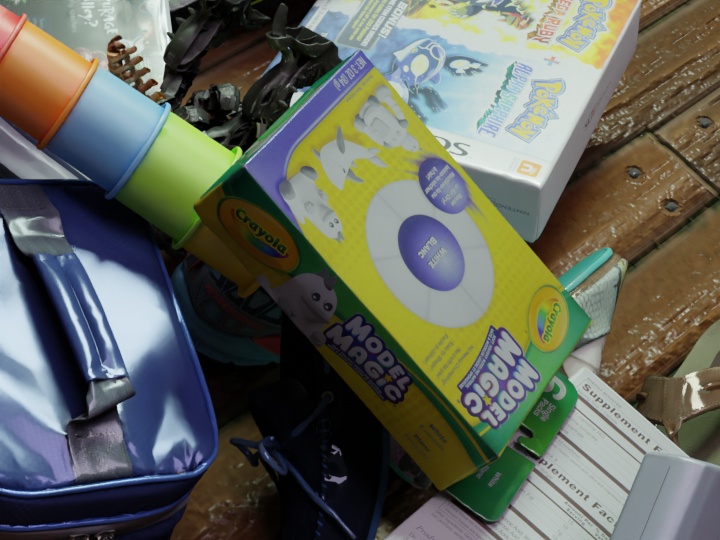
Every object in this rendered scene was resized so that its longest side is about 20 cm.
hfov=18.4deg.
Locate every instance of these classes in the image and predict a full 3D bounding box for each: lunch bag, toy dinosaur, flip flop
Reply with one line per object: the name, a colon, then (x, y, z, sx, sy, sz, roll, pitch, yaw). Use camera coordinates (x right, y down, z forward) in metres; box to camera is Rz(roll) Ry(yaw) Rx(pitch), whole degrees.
lunch bag: (-0.152, 0.057, 1.023, 0.135, 0.133, 0.201, -4, 53, -28)
toy dinosaur: (-0.073, -0.072, 1.132, 0.102, 0.200, 0.136, 34, 87, 5)
flip flop: (0.180, 0.071, 1.197, 0.058, 0.081, 0.200, 63, 37, -22)

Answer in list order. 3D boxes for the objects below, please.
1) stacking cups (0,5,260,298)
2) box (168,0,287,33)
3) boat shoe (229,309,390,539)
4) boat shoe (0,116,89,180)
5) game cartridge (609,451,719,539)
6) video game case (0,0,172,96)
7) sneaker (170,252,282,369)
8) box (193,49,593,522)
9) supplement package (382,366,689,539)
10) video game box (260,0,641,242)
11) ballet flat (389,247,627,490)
stacking cups: (-0.122, -0.062, 1.034, 0.199, 0.061, 0.061, 31, 44, -11)
box: (-0.099, -0.240, 1.335, 0.192, 0.048, 0.200, -28, 65, -19)
boat shoe: (-0.028, 0.066, 1.086, 0.068, 0.084, 0.202, 12, 70, -27)
boat shoe: (-0.194, -0.091, 1.145, 0.200, 0.072, 0.062, 41, 69, -20)
game cartridge: (0.165, 0.173, 1.028, 0.041, 0.200, 0.134, 5, 61, 36)
video game case: (-0.199, -0.164, 1.233, 0.180, 0.023, 0.201, -2, 59, -12)
sneaker: (0.000, 0.000, 1.170, 0.199, 0.096, 0.080, -7, 56, -30)
box: (0.026, 0.009, 1.022, 0.200, 0.048, 0.117, 50, 43, -9)
supplement package: (0.074, 0.157, 1.055, 0.109, 0.114, 0.200, 41, 46, 14)
video game box: (0.050, -0.113, 1.293, 0.181, 0.047, 0.200, 17, 44, 13)
ballet flat: (0.082, 0.059, 1.188, 0.199, 0.069, 0.071, -30, 86, -36)
